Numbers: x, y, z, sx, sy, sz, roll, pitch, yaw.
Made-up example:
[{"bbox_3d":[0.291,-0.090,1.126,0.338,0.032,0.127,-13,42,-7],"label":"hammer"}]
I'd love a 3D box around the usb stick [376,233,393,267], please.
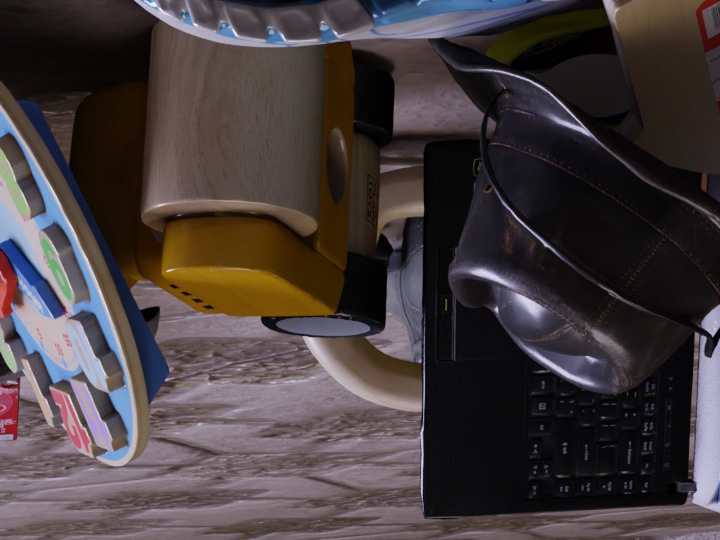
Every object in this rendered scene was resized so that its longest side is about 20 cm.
[{"bbox_3d":[-0.065,-0.021,1.077,0.200,0.033,0.055,12,167,-43],"label":"usb stick"}]

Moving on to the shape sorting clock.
[{"bbox_3d":[-0.147,-0.005,0.819,0.039,0.200,0.200,-31,176,-22],"label":"shape sorting clock"}]

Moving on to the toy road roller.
[{"bbox_3d":[-0.071,-0.040,0.818,0.145,0.123,0.200,-1,167,14],"label":"toy road roller"}]

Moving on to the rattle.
[{"bbox_3d":[0.000,0.000,0.931,0.199,0.130,0.143,29,-165,-10],"label":"rattle"}]

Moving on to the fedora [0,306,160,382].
[{"bbox_3d":[-0.207,0.017,1.052,0.176,0.091,0.200,-12,-179,42],"label":"fedora"}]

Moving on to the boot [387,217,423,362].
[{"bbox_3d":[0.046,0.049,1.164,0.067,0.131,0.200,-1,166,-3],"label":"boot"}]

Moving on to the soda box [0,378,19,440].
[{"bbox_3d":[-0.265,0.067,1.308,0.063,0.070,0.200,1,165,-11],"label":"soda box"}]

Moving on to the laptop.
[{"bbox_3d":[0.132,0.037,0.819,0.199,0.178,0.103,-2,-165,-8],"label":"laptop"}]

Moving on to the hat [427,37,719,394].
[{"bbox_3d":[0.081,-0.004,0.704,0.200,0.081,0.201,34,-179,-1],"label":"hat"}]

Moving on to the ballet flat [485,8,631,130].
[{"bbox_3d":[0.145,-0.081,0.787,0.199,0.067,0.067,-3,-172,12],"label":"ballet flat"}]

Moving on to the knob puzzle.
[{"bbox_3d":[0.179,-0.100,0.694,0.219,0.031,0.220,-21,153,-11],"label":"knob puzzle"}]

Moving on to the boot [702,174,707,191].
[{"bbox_3d":[0.154,-0.053,0.909,0.154,0.074,0.200,2,163,0],"label":"boot"}]

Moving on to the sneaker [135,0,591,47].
[{"bbox_3d":[0.013,-0.108,0.676,0.199,0.075,0.087,-2,171,-1],"label":"sneaker"}]
